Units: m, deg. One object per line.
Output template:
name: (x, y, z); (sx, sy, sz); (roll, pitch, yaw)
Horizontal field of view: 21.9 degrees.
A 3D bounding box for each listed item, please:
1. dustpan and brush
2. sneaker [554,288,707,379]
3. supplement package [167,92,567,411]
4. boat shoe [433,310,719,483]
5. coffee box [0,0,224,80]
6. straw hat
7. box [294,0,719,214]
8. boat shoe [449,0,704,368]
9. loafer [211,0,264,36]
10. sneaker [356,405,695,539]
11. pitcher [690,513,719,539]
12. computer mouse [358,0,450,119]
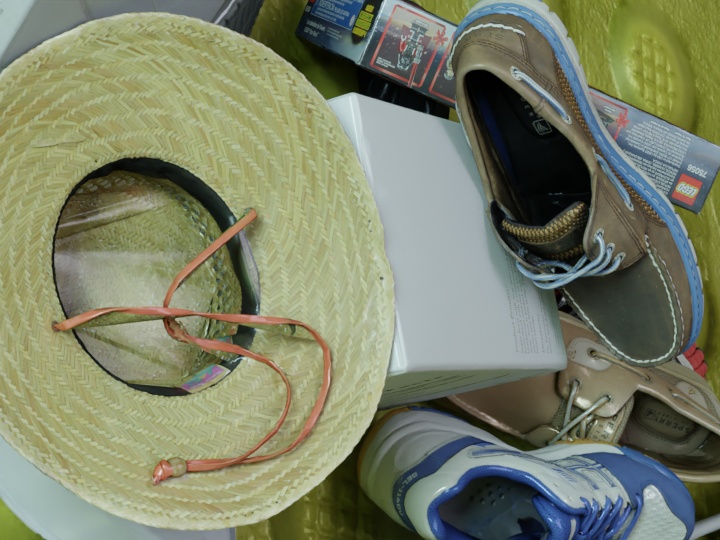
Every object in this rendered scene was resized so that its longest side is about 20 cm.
dustpan and brush: (-0.140, 0.055, 0.781); (0.200, 0.057, 0.140); (30, 44, -48)
sneaker: (0.139, 0.039, 1.089); (0.200, 0.078, 0.082); (47, 47, -29)
supplement package: (0.000, 0.000, 0.870); (0.200, 0.119, 0.122); (7, 71, -64)
boat shoe: (0.125, 0.071, 1.022); (0.199, 0.072, 0.065); (13, 22, -24)
coffee box: (-0.150, -0.170, 0.749); (0.200, 0.080, 0.114); (51, 34, 18)
straw hat: (-0.088, 0.005, 0.743); (0.200, 0.085, 0.203); (2, 85, -27)
box: (0.074, -0.094, 0.966); (0.199, 0.137, 0.040); (22, 97, -20)
boat shoe: (0.094, -0.028, 0.869); (0.201, 0.072, 0.072); (56, 34, -17)
loafer: (-0.073, -0.169, 0.928); (0.069, 0.075, 0.201); (22, 57, 0)
sneaker: (0.095, 0.129, 0.951); (0.199, 0.088, 0.076); (11, 104, -25)
pitcher: (0.271, 0.181, 1.181); (0.171, 0.121, 0.201); (41, 59, -14)
computer mouse: (0.033, -0.059, 1.031); (0.058, 0.034, 0.201); (9, 71, -49)
